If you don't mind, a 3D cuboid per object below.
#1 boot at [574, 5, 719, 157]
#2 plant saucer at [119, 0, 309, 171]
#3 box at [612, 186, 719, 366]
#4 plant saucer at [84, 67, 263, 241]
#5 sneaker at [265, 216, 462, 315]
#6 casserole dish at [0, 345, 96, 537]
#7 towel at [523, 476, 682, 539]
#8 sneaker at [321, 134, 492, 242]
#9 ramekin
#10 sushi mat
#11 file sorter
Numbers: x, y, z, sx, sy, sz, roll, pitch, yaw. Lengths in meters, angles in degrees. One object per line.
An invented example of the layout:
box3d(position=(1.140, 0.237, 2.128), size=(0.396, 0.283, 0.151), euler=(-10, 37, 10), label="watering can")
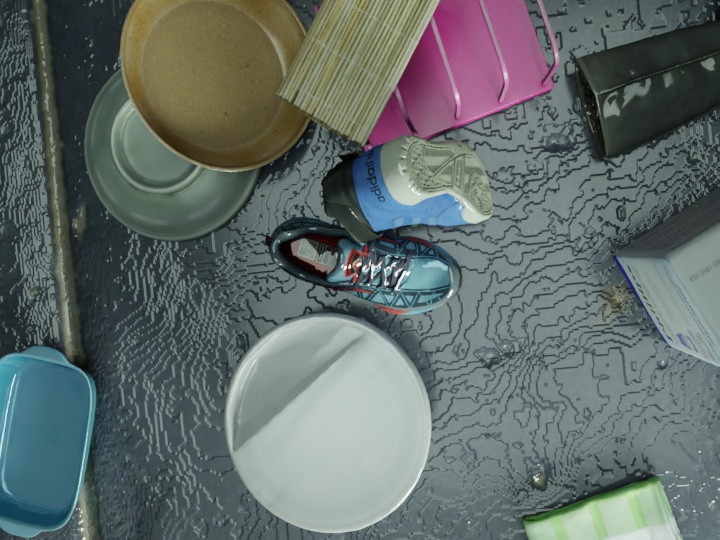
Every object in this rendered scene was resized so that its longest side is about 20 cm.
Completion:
box3d(position=(0.301, -0.220, 0.749), size=(0.197, 0.072, 0.185), euler=(-14, 87, 14), label="boot")
box3d(position=(-0.138, -0.196, 0.779), size=(0.197, 0.035, 0.204), euler=(2, 86, -28), label="plant saucer")
box3d(position=(0.335, -0.018, 0.674), size=(0.183, 0.200, 0.106), euler=(-33, 88, 7), label="box")
box3d(position=(-0.200, -0.132, 0.818), size=(0.197, 0.050, 0.204), euler=(0, 91, 8), label="plant saucer")
box3d(position=(0.000, 0.000, 0.771), size=(0.197, 0.096, 0.081), euler=(11, 95, 8), label="sneaker")
box3d(position=(-0.342, 0.179, 0.848), size=(0.119, 0.039, 0.203), euler=(11, 92, 7), label="casserole dish")
box3d(position=(0.259, 0.320, 0.775), size=(0.147, 0.031, 0.203), euler=(-21, 88, 7), label="towel")
box3d(position=(0.041, -0.071, 0.735), size=(0.110, 0.199, 0.078), euler=(-15, 83, 31), label="sneaker")
box3d(position=(-0.027, 0.140, 0.778), size=(0.199, 0.094, 0.206), euler=(0, 92, 7), label="ramekin")
box3d(position=(0.009, -0.217, 0.682), size=(0.095, 0.012, 0.202), euler=(29, 98, 9), label="sushi mat")
box3d(position=(0.070, -0.211, 0.743), size=(0.197, 0.125, 0.141), euler=(-20, 89, 7), label="file sorter")
